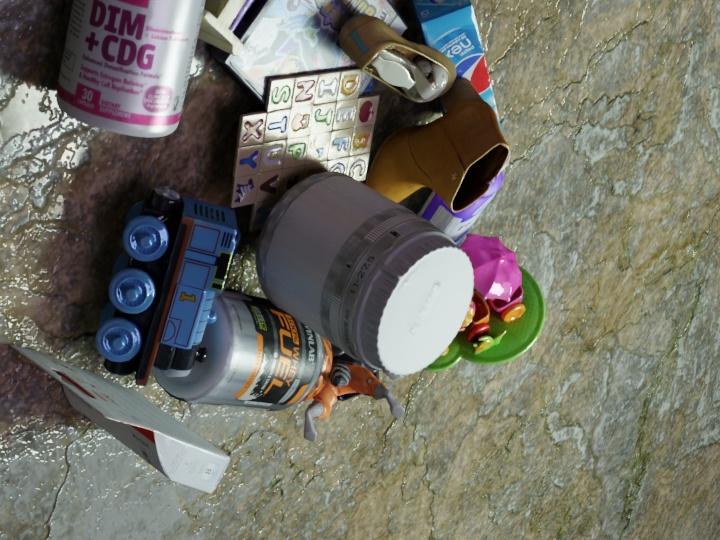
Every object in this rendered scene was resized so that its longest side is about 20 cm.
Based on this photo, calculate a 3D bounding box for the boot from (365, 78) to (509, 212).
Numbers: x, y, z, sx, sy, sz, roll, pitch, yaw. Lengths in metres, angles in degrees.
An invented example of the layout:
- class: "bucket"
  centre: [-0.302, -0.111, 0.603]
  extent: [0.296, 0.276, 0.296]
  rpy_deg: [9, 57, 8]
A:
- class: "boot"
  centre: [0.083, -0.110, 1.544]
  extent: [0.070, 0.145, 0.202]
  rpy_deg: [23, 123, -32]

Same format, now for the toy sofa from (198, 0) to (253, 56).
- class: "toy sofa"
  centre: [-0.096, -0.304, 1.283]
  extent: [0.201, 0.082, 0.097]
  rpy_deg: [-58, 144, -5]

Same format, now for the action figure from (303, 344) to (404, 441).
- class: "action figure"
  centre: [0.006, 0.106, 1.618]
  extent: [0.198, 0.194, 0.105]
  rpy_deg: [-26, 119, 10]

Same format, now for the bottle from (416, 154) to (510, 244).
- class: "bottle"
  centre: [0.125, -0.095, 1.645]
  extent: [0.083, 0.065, 0.200]
  rpy_deg: [-44, 173, -30]

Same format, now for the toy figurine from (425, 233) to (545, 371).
- class: "toy figurine"
  centre: [0.137, 0.030, 1.730]
  extent: [0.198, 0.151, 0.185]
  rpy_deg: [-28, 155, -3]

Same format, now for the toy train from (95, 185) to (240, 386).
- class: "toy train"
  centre: [-0.192, 0.019, 1.347]
  extent: [0.113, 0.087, 0.203]
  rpy_deg: [15, 106, -11]

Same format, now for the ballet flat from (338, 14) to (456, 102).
- class: "ballet flat"
  centre: [0.048, -0.212, 1.460]
  extent: [0.069, 0.063, 0.199]
  rpy_deg: [-44, 147, 22]

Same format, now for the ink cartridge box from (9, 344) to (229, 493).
- class: "ink cartridge box"
  centre: [-0.243, 0.148, 1.341]
  extent: [0.199, 0.159, 0.048]
  rpy_deg: [31, 88, -55]

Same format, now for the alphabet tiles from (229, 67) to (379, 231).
- class: "alphabet tiles"
  centre: [-0.057, -0.129, 1.441]
  extent: [0.198, 0.006, 0.169]
  rpy_deg: [-15, 124, -44]

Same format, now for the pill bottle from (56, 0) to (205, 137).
- class: "pill bottle"
  centre: [-0.194, -0.229, 1.185]
  extent: [0.113, 0.113, 0.203]
  rpy_deg: [-7, 118, -49]

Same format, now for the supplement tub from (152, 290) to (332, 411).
- class: "supplement tub"
  centre: [-0.125, 0.089, 1.482]
  extent: [0.199, 0.122, 0.124]
  rpy_deg: [13, 103, -54]

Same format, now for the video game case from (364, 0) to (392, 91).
- class: "video game case"
  centre: [-0.018, -0.286, 1.449]
  extent: [0.142, 0.018, 0.203]
  rpy_deg: [-14, 123, -47]

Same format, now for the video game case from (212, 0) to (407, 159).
- class: "video game case"
  centre: [-0.046, -0.238, 1.408]
  extent: [0.182, 0.025, 0.200]
  rpy_deg: [-56, 144, -6]

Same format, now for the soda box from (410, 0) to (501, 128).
- class: "soda box"
  centre: [0.112, -0.241, 1.581]
  extent: [0.063, 0.068, 0.201]
  rpy_deg: [-19, 138, 3]

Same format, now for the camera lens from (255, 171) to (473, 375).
- class: "camera lens"
  centre: [0.000, 0.000, 1.423]
  extent: [0.159, 0.199, 0.162]
  rpy_deg: [-28, 134, -34]
